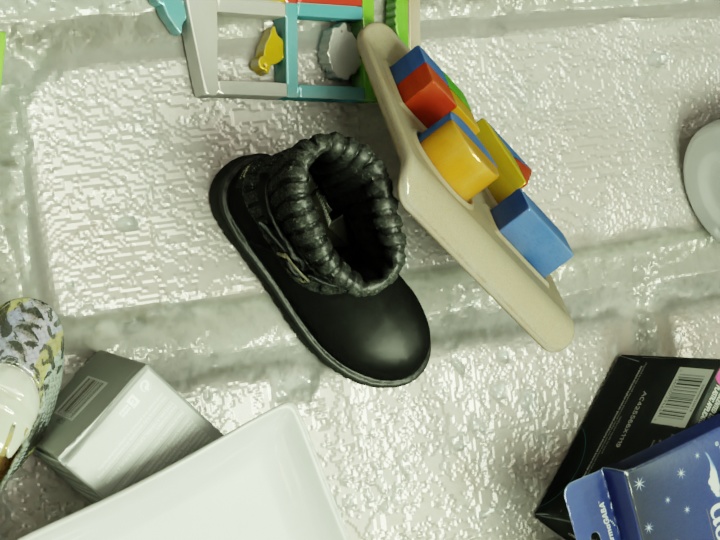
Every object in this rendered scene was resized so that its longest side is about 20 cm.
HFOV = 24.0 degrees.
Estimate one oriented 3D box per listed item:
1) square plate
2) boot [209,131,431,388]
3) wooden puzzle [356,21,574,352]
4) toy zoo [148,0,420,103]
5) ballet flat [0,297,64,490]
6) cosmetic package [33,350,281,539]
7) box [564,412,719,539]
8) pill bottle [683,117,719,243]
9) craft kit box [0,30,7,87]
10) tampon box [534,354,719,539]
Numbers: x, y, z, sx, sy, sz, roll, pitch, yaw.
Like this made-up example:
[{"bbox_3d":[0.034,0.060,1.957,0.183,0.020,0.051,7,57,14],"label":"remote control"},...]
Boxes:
[{"bbox_3d":[-0.094,0.206,1.017,0.199,0.028,0.199,-26,107,-15],"label":"square plate"},{"bbox_3d":[-0.002,0.001,1.106,0.211,0.158,0.080,45,70,-20],"label":"boot"},{"bbox_3d":[0.078,-0.065,1.130,0.046,0.200,0.185,-34,124,18],"label":"wooden puzzle"},{"bbox_3d":[-0.049,-0.182,1.160,0.199,0.020,0.132,0,90,-29],"label":"toy zoo"},{"bbox_3d":[-0.231,0.112,1.006,0.072,0.072,0.201,29,92,-25],"label":"ballet flat"},{"bbox_3d":[-0.109,0.147,1.078,0.090,0.107,0.200,-48,109,-17],"label":"cosmetic package"},{"bbox_3d":[0.239,0.169,1.164,0.199,0.032,0.122,-21,100,-25],"label":"box"},{"bbox_3d":[0.361,-0.097,1.330,0.199,0.111,0.112,-25,101,-27],"label":"pill bottle"},{"bbox_3d":[-0.319,-0.060,1.002,0.197,0.048,0.201,7,86,-31],"label":"craft kit box"},{"bbox_3d":[0.265,0.177,1.267,0.200,0.126,0.150,37,73,-23],"label":"tampon box"}]
